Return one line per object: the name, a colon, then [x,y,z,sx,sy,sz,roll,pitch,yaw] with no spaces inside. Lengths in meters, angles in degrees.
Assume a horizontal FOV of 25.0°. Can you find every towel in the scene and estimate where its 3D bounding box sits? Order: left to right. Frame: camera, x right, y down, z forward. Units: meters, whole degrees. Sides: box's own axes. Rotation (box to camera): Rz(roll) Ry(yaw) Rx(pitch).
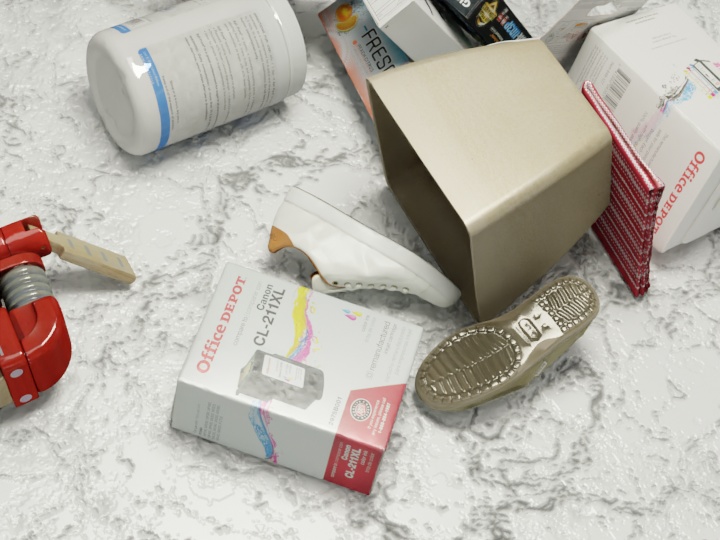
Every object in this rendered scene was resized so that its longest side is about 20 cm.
towel: [0.255,-0.078,1.615,0.022,0.201,0.145,-23,59,-9]

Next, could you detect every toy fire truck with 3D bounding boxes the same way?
toy fire truck: [-0.299,0.027,1.489,0.198,0.129,0.177,-22,60,-13]

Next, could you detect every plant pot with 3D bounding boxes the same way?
plant pot: [0.136,-0.104,1.577,0.176,0.200,0.201,-29,62,-8]

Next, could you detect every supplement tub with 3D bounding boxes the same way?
supplement tub: [-0.169,-0.210,1.667,0.198,0.133,0.132,-23,61,-25]

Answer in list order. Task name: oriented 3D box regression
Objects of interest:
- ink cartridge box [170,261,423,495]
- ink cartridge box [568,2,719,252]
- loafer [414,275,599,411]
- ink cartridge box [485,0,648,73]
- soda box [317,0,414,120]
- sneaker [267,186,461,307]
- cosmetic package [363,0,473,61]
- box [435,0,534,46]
ink cartridge box: [-0.059,0.098,1.491,0.198,0.083,0.147,18,53,2]
ink cartridge box: [0.322,-0.150,1.697,0.144,0.148,0.200,-20,59,-38]
loafer: [0.144,0.082,1.556,0.198,0.069,0.076,-28,60,-9]
ink cartridge box: [0.191,-0.235,1.685,0.160,0.200,0.050,-15,65,-51]
soda box: [0.029,-0.211,1.734,0.068,0.064,0.201,-33,60,13]
sneaker: [0.000,0.000,1.600,0.198,0.073,0.085,28,88,0]
cosmetic package: [0.066,-0.257,1.716,0.050,0.200,0.083,-34,61,14]
box: [0.101,-0.306,1.759,0.159,0.200,0.046,44,97,20]
